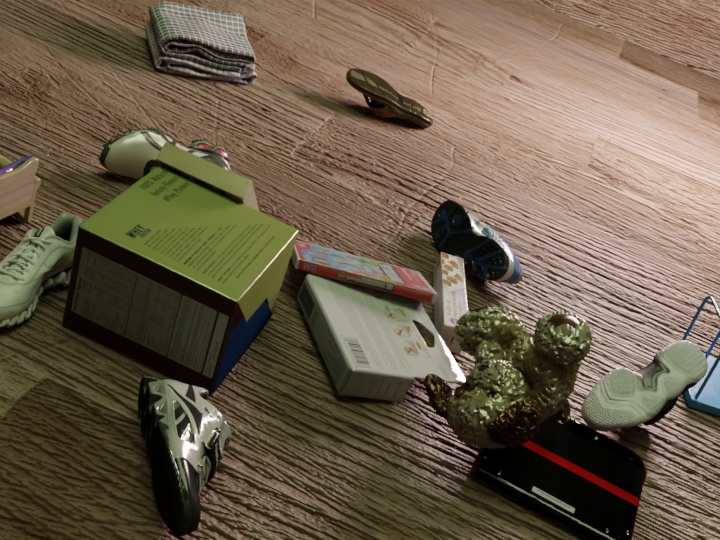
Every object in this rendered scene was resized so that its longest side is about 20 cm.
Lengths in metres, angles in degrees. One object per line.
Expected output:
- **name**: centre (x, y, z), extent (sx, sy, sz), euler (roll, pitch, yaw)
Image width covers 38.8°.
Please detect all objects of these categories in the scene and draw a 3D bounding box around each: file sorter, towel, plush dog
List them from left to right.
- **towel**: centre (-0.297, -0.430, 1.922), extent (0.196, 0.087, 0.166), euler (5, 34, -26)
- **plush dog**: centre (0.172, 0.145, 1.204), extent (0.171, 0.163, 0.198), euler (-32, 22, -30)
- **file sorter**: centre (0.583, 0.141, 1.498), extent (0.196, 0.124, 0.140), euler (18, 30, -5)

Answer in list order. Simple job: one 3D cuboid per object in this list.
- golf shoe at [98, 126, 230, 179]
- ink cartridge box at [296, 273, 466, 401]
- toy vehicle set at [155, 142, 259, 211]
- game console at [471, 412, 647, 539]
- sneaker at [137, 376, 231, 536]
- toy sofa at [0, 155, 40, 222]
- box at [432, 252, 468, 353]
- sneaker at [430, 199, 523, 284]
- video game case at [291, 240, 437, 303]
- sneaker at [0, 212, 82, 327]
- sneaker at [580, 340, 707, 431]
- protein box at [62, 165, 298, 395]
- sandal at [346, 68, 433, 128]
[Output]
- **golf shoe**: centre (-0.278, -0.152, 1.490), extent (0.197, 0.078, 0.089), euler (3, 41, -27)
- **ink cartridge box**: centre (0.024, 0.089, 1.315), extent (0.171, 0.044, 0.201), euler (12, 30, -29)
- **toy vehicle set**: centre (-0.193, -0.091, 1.348), extent (0.122, 0.200, 0.027), euler (24, 72, 9)
- **game console**: centre (0.242, 0.239, 1.224), extent (0.197, 0.031, 0.177), euler (26, 35, 11)
- **sneaker**: centre (-0.165, 0.176, 1.017), extent (0.087, 0.075, 0.201), euler (4, 34, -22)
- **toy sofa**: centre (-0.481, -0.087, 1.229), extent (0.082, 0.099, 0.200), euler (27, 31, 12)
- **box**: centre (0.128, 0.042, 1.458), extent (0.038, 0.042, 0.201), euler (16, 29, -6)
- **sneaker**: centre (0.181, -0.038, 1.610), extent (0.076, 0.076, 0.201), euler (23, 21, -44)
- **video game case**: centre (0.000, 0.000, 1.420), extent (0.196, 0.018, 0.143), euler (14, 10, -10)
- **sneaker**: centre (-0.383, -0.004, 1.173), extent (0.074, 0.082, 0.200), euler (26, 31, 7)
- **sneaker**: centre (0.361, 0.172, 1.340), extent (0.198, 0.115, 0.076), euler (-24, 63, -23)
- **protein box**: centre (-0.209, 0.005, 1.208), extent (0.197, 0.137, 0.199), euler (24, 30, 6)
- **sandal**: centre (0.053, -0.329, 2.018), extent (0.198, 0.055, 0.082), euler (26, 32, -21)
